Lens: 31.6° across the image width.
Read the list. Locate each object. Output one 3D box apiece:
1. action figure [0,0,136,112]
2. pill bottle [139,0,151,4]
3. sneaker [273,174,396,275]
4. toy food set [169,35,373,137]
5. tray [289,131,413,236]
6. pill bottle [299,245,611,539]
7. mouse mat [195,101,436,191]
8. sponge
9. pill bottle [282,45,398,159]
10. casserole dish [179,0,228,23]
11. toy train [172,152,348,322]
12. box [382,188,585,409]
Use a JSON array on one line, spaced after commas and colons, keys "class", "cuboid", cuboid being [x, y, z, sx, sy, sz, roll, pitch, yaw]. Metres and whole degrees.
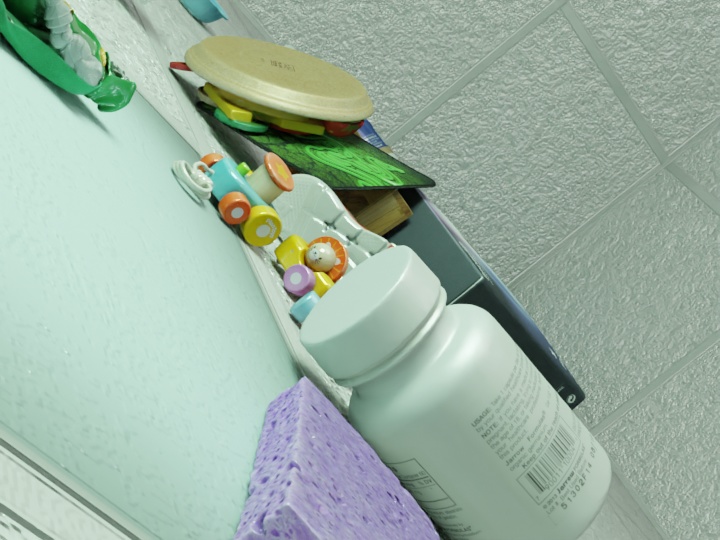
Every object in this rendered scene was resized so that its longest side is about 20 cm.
[{"class": "action figure", "cuboid": [-0.196, -0.164, 0.730, 0.200, 0.055, 0.118, 51, 1, -40]}, {"class": "pill bottle", "cuboid": [-0.249, -0.364, 1.243, 0.200, 0.111, 0.111, 49, 6, -22]}, {"class": "sneaker", "cuboid": [0.000, 0.000, 1.106, 0.200, 0.077, 0.082, 53, 0, 15]}, {"class": "toy food set", "cuboid": [-0.084, -0.181, 1.256, 0.198, 0.049, 0.200, 7, 24, -28]}, {"class": "tray", "cuboid": [-0.021, -0.078, 1.277, 0.037, 0.099, 0.200, 54, 4, -30]}, {"class": "pill bottle", "cuboid": [0.058, 0.086, 0.804, 0.200, 0.114, 0.114, 49, 6, -17]}, {"class": "mouse mat", "cuboid": [-0.042, -0.121, 1.219, 0.200, 0.008, 0.161, 35, 26, 34]}, {"class": "sponge", "cuboid": [-0.003, 0.118, 0.564, 0.112, 0.030, 0.200, 51, 5, -7]}, {"class": "pill bottle", "cuboid": [-0.053, -0.173, 1.553, 0.200, 0.111, 0.111, 52, 6, 8]}, {"class": "casserole dish", "cuboid": [-0.271, -0.439, 1.885, 0.200, 0.039, 0.121, 51, 6, 3]}, {"class": "toy train", "cuboid": [-0.047, -0.018, 0.929, 0.200, 0.056, 0.150, 51, 6, -2]}, {"class": "box", "cuboid": [0.089, 0.050, 1.233, 0.198, 0.123, 0.200, 45, 8, -35]}]
